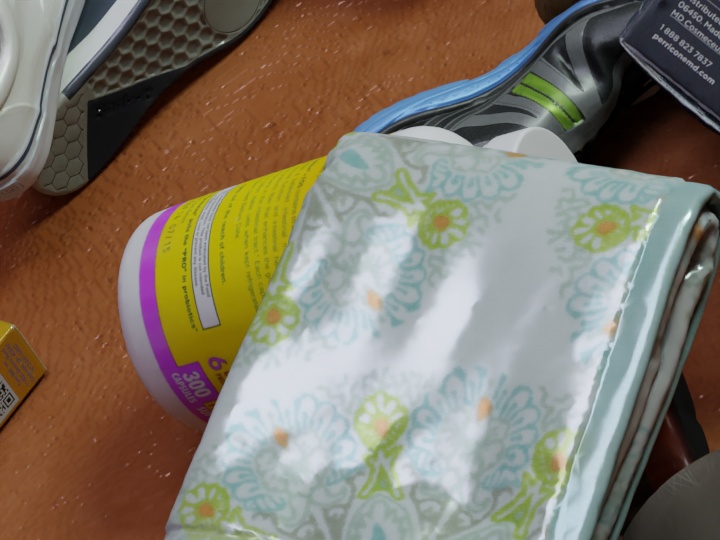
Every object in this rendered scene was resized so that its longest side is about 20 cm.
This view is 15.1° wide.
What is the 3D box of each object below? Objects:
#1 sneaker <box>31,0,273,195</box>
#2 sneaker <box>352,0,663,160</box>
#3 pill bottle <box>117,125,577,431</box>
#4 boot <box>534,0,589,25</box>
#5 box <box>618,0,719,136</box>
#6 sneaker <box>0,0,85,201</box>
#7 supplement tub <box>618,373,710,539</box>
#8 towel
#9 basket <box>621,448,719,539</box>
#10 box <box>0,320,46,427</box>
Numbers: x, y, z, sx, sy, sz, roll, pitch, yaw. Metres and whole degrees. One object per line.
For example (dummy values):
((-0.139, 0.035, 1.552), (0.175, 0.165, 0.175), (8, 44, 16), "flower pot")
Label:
((-0.140, -0.147, 1.438), (0.202, 0.077, 0.146), (-44, 46, -12), "sneaker")
((0.087, -0.063, 1.245), (0.199, 0.071, 0.083), (-28, 56, 4), "sneaker")
((0.000, 0.000, 1.175), (0.199, 0.104, 0.105), (-17, 42, 31), "pill bottle")
((0.170, -0.163, 1.286), (0.199, 0.076, 0.074), (-17, 57, -15), "boot")
((0.207, -0.143, 1.122), (0.200, 0.104, 0.148), (-51, -1, 12), "box")
((-0.179, -0.137, 1.353), (0.073, 0.071, 0.201), (-8, 64, 19), "sneaker")
((0.035, 0.081, 1.099), (0.199, 0.107, 0.107), (-21, 43, 10), "supplement tub")
((0.031, 0.042, 1.030), (0.170, 0.048, 0.201), (12, 66, 28), "towel")
((0.167, 0.162, 0.933), (0.180, 0.136, 0.200), (-38, 36, 12), "basket")
((-0.255, 0.096, 1.301), (0.119, 0.042, 0.200), (16, 57, 39), "box")
